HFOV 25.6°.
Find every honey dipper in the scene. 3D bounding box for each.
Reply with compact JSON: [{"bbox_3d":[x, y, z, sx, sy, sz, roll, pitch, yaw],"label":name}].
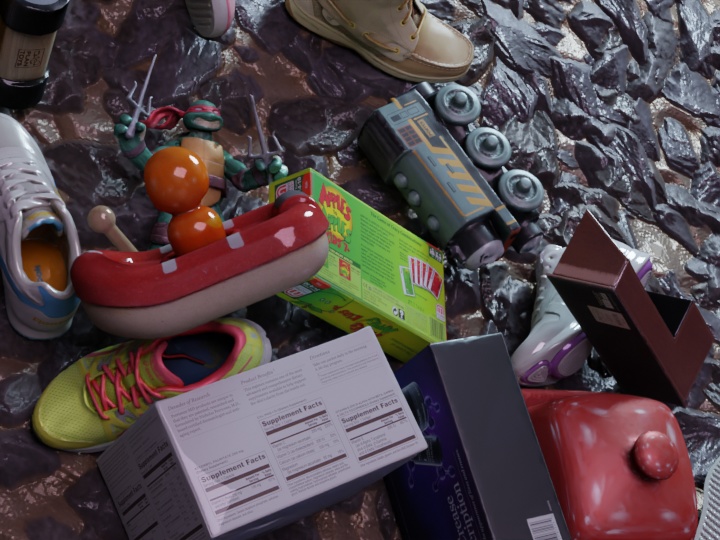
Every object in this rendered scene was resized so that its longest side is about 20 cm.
[{"bbox_3d":[-0.156,0.025,1.306,0.200,0.038,0.038,52,52,-20],"label":"honey dipper"}]

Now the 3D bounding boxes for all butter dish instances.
[{"bbox_3d":[0.224,0.182,1.394,0.199,0.148,0.200,4,65,-25],"label":"butter dish"}]

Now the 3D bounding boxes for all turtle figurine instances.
[{"bbox_3d":[-0.139,-0.080,1.370,0.149,0.101,0.200,4,80,-6],"label":"turtle figurine"}]

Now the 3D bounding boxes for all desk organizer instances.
[{"bbox_3d":[0.251,0.036,1.444,0.077,0.072,0.200,-59,137,-20],"label":"desk organizer"}]

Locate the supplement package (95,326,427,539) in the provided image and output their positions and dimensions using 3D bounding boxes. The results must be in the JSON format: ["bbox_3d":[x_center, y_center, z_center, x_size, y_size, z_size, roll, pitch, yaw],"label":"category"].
[{"bbox_3d":[-0.080,0.145,1.251,0.200,0.156,0.111,-18,77,-32],"label":"supplement package"}]

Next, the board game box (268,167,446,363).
[{"bbox_3d":[0.000,0.000,1.377,0.200,0.048,0.102,30,49,-47],"label":"board game box"}]

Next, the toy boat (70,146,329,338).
[{"bbox_3d":[-0.130,-0.032,1.220,0.200,0.131,0.131,-22,100,-6],"label":"toy boat"}]

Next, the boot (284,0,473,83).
[{"bbox_3d":[0.045,-0.264,1.521,0.200,0.155,0.073,24,57,-15],"label":"boot"}]

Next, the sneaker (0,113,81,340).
[{"bbox_3d":[-0.271,-0.048,1.298,0.076,0.081,0.200,-14,71,-30],"label":"sneaker"}]

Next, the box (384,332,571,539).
[{"bbox_3d":[0.087,0.173,1.332,0.079,0.141,0.200,-8,69,-27],"label":"box"}]

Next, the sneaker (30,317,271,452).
[{"bbox_3d":[-0.170,0.082,1.249,0.200,0.090,0.078,-25,82,-3],"label":"sneaker"}]

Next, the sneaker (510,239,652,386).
[{"bbox_3d":[0.191,0.035,1.511,0.100,0.075,0.200,34,54,21],"label":"sneaker"}]

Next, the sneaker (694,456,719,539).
[{"bbox_3d":[0.363,0.240,1.497,0.200,0.074,0.082,-52,129,-42],"label":"sneaker"}]

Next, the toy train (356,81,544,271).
[{"bbox_3d":[0.086,-0.089,1.495,0.114,0.085,0.200,-26,71,-28],"label":"toy train"}]

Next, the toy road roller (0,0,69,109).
[{"bbox_3d":[-0.348,-0.222,1.328,0.200,0.123,0.146,-7,55,-30],"label":"toy road roller"}]

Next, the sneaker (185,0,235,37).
[{"bbox_3d":[-0.121,-0.313,1.509,0.104,0.075,0.201,-4,63,-23],"label":"sneaker"}]
